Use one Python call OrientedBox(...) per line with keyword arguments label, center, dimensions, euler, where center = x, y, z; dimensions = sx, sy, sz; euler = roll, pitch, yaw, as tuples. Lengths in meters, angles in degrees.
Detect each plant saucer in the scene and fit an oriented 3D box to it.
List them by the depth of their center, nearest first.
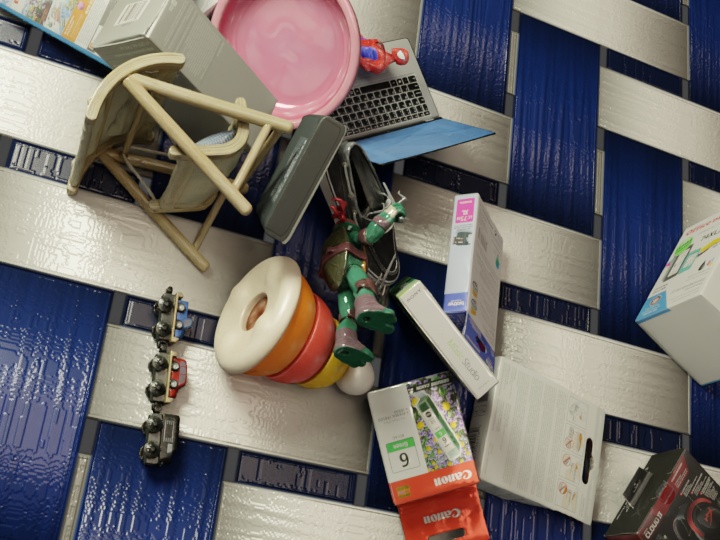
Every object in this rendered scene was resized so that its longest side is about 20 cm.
OrientedBox(label="plant saucer", center=(-0.092, -0.282, 1.183), dimensions=(0.201, 0.200, 0.051), euler=(48, 19, -2))

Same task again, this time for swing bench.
OrientedBox(label="swing bench", center=(-0.209, -0.128, 1.049), dimensions=(0.198, 0.199, 0.132), euler=(31, 64, -12))

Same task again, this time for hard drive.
OrientedBox(label="hard drive", center=(-0.074, -0.112, 1.081), dimensions=(0.032, 0.200, 0.142), euler=(27, 95, -13))

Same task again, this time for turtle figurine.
OrientedBox(label="turtle figurine", center=(0.000, 0.000, 1.081), dimensions=(0.098, 0.151, 0.203), euler=(3, 48, -5))

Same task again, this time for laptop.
OrientedBox(label="laptop", center=(0.044, -0.229, 1.241), dimensions=(0.184, 0.116, 0.204), euler=(-17, 81, -28))

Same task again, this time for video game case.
OrientedBox(label="video game case", center=(-0.318, -0.334, 1.122), dimensions=(0.197, 0.018, 0.145), euler=(28, 91, -4))

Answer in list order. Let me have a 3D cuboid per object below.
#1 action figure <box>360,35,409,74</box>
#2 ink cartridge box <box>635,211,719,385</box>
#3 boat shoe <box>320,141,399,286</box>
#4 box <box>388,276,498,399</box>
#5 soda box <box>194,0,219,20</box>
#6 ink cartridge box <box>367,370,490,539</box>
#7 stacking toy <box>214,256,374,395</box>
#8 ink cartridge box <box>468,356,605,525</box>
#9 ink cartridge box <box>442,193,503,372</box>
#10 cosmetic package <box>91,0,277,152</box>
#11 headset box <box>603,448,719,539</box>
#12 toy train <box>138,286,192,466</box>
OrientedBox(label="action figure", center=(-0.029, -0.303, 1.250), dimensions=(0.195, 0.052, 0.066), euler=(12, 42, -13))
OrientedBox(label="ink cartridge box", center=(0.528, 0.031, 1.355), dimensions=(0.146, 0.147, 0.201), euler=(41, 61, -5))
OrientedBox(label="boat shoe", center=(0.012, -0.068, 1.166), dimensions=(0.072, 0.067, 0.203), euler=(-41, 118, -40))
OrientedBox(label="box", center=(0.094, 0.075, 1.123), dimensions=(0.036, 0.200, 0.145), euler=(-38, 91, -2))
OrientedBox(label="soda box", center=(-0.195, -0.366, 1.208), dimensions=(0.068, 0.063, 0.200), euler=(44, 62, -4))
OrientedBox(label="ink cartridge box", center=(0.083, 0.233, 1.126), dimensions=(0.106, 0.050, 0.204), euler=(-14, 78, -1))
OrientedBox(label="stacking toy", center=(-0.062, 0.091, 1.108), dimensions=(0.199, 0.145, 0.149), euler=(36, 61, -31))
OrientedBox(label="ink cartridge box", center=(0.229, 0.225, 1.226), dimensions=(0.198, 0.047, 0.163), euler=(27, 64, -26))
OrientedBox(label="ink cartridge box", center=(0.145, 0.019, 1.203), dimensions=(0.120, 0.041, 0.204), euler=(50, 40, -52))
OrientedBox(label="cosmetic package", center=(-0.199, -0.226, 1.091), dimensions=(0.200, 0.105, 0.092), euler=(48, 55, -39))
OrientedBox(label="headset box", center=(0.429, 0.350, 1.249), dimensions=(0.200, 0.075, 0.149), euler=(46, 61, -5))
OrientedBox(label="toy train", center=(-0.217, 0.118, 1.061), dimensions=(0.045, 0.034, 0.205), euler=(10, 70, -24))
